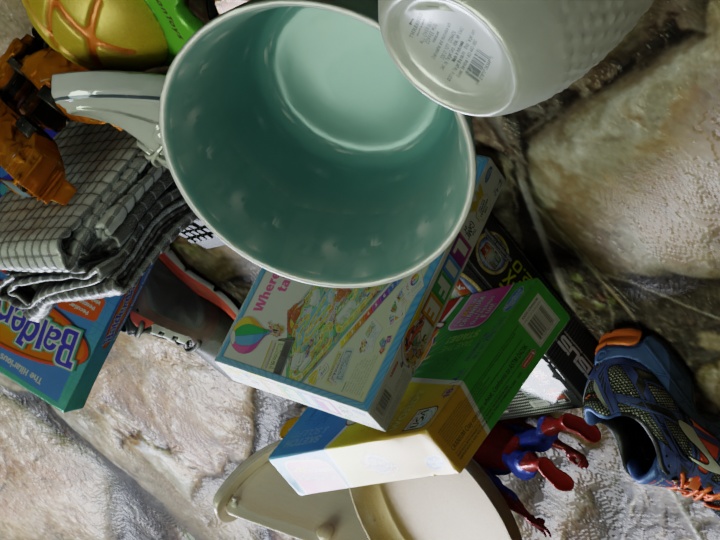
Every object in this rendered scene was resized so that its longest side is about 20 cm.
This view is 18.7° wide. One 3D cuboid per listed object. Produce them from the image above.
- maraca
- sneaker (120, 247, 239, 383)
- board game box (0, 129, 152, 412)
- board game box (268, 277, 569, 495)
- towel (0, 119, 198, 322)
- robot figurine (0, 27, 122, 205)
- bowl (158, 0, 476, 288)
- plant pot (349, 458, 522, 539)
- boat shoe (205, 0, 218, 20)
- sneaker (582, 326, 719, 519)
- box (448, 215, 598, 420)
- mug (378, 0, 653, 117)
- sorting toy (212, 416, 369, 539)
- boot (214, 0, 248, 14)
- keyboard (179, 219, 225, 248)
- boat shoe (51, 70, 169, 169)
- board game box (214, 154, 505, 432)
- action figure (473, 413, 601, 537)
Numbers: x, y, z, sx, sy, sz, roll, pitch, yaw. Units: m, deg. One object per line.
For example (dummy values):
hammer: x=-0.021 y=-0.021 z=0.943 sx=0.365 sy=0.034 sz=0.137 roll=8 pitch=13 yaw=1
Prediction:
maraca: x=-0.168 y=-0.193 z=1.519 sx=0.199 sy=0.107 sz=0.137 roll=22 pitch=155 yaw=50
sneaker: x=-0.171 y=0.037 z=1.867 sx=0.200 sy=0.082 sz=0.077 roll=45 pitch=149 yaw=-12
board game box: x=-0.254 y=-0.008 z=1.803 sx=0.151 sy=0.201 sz=0.045 roll=29 pitch=-170 yaw=13
board game box: x=0.039 y=0.085 z=1.555 sx=0.040 sy=0.153 sz=0.199 roll=49 pitch=147 yaw=-17
towel: x=-0.187 y=-0.052 z=1.650 sx=0.165 sy=0.200 sz=0.086 roll=-5 pitch=131 yaw=50
robot figurine: x=-0.241 y=-0.120 z=1.647 sx=0.058 sy=0.145 sz=0.200 roll=37 pitch=-179 yaw=-27
bowl: x=-0.013 y=-0.101 z=1.338 sx=0.199 sy=0.105 sz=0.202 roll=11 pitch=128 yaw=14
plant pot: x=0.066 y=0.201 z=1.753 sx=0.200 sy=0.027 sz=0.201 roll=35 pitch=142 yaw=33
boat shoe: x=-0.076 y=-0.180 z=1.493 sx=0.074 sy=0.066 sz=0.200 roll=27 pitch=148 yaw=16
sneaker: x=0.229 y=0.135 z=1.581 sx=0.200 sy=0.079 sz=0.075 roll=44 pitch=150 yaw=-10
box: x=0.073 y=0.043 z=1.656 sx=0.160 sy=0.044 sz=0.199 roll=49 pitch=148 yaw=-19
mug: x=0.102 y=-0.184 z=1.192 sx=0.147 sy=0.176 sz=0.200 roll=41 pitch=149 yaw=-7
sorting toy: x=-0.014 y=0.221 z=1.944 sx=0.198 sy=0.108 sz=0.180 roll=18 pitch=159 yaw=11
boot: x=-0.013 y=-0.157 z=1.409 sx=0.153 sy=0.074 sz=0.201 roll=-4 pitch=120 yaw=17
keyboard: x=-0.080 y=-0.031 z=1.686 sx=0.104 sy=0.040 sz=0.199 roll=23 pitch=161 yaw=-32
boat shoe: x=-0.122 y=-0.099 z=1.538 sx=0.198 sy=0.066 sz=0.074 roll=8 pitch=177 yaw=-18
board game box: x=0.000 y=0.000 z=1.522 sx=0.134 sy=0.201 sz=0.034 roll=16 pitch=161 yaw=32
action figure: x=0.146 y=0.156 z=1.692 sx=0.099 sy=0.066 sz=0.200 roll=36 pitch=167 yaw=-12
